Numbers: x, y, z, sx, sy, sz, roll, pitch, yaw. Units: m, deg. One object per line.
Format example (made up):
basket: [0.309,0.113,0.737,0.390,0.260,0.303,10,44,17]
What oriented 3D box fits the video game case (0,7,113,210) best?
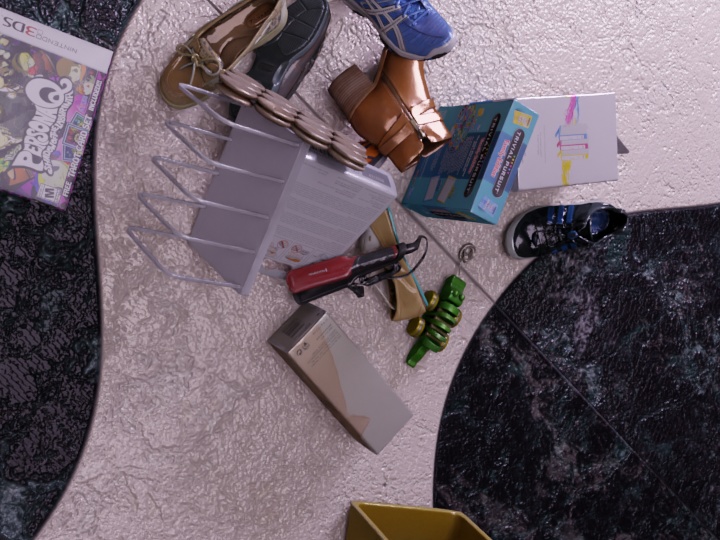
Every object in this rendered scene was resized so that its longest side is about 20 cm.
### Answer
video game case: [-0.405,-0.194,1.167,0.178,0.036,0.204,18,88,-24]

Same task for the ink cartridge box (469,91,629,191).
ink cartridge box: [0.272,-0.186,1.425,0.196,0.128,0.128,-8,99,-24]

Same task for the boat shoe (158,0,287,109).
boat shoe: [-0.173,-0.283,1.234,0.073,0.063,0.200,44,81,0]

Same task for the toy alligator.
toy alligator: [0.125,0.050,1.423,0.059,0.054,0.202,32,82,-24]

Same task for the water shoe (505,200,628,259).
water shoe: [0.309,-0.066,1.481,0.197,0.079,0.073,-18,102,-21]

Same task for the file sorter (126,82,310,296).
file sorter: [-0.177,-0.098,1.177,0.123,0.138,0.203,9,112,-44]

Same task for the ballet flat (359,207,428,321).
ballet flat: [0.034,-0.020,1.371,0.062,0.069,0.203,-24,104,-5]

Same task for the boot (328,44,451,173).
boot: [0.073,-0.237,1.318,0.199,0.077,0.156,-38,79,-21]

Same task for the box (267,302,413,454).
box: [-0.026,0.145,1.345,0.078,0.095,0.201,-44,110,-12]

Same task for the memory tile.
memory tile: [-0.078,-0.179,1.179,0.198,0.154,0.017,31,102,-9]

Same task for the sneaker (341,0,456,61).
sneaker: [0.040,-0.343,1.276,0.199,0.077,0.076,38,76,16]

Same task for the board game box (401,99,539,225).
board game box: [0.142,-0.145,1.330,0.046,0.199,0.154,23,87,-24]

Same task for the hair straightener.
hair straightener: [0.000,0.000,1.331,0.197,0.077,0.041,-22,60,-3]

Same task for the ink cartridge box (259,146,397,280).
ink cartridge box: [-0.073,-0.071,1.272,0.158,0.048,0.200,18,132,-37]

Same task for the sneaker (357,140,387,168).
sneaker: [-0.057,-0.155,1.306,0.198,0.077,0.114,-30,108,-18]

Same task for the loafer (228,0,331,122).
loafer: [-0.101,-0.264,1.292,0.202,0.071,0.063,-57,155,-8]

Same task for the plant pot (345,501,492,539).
plant pot: [0.081,0.461,1.381,0.192,0.194,0.204,11,97,-24]
